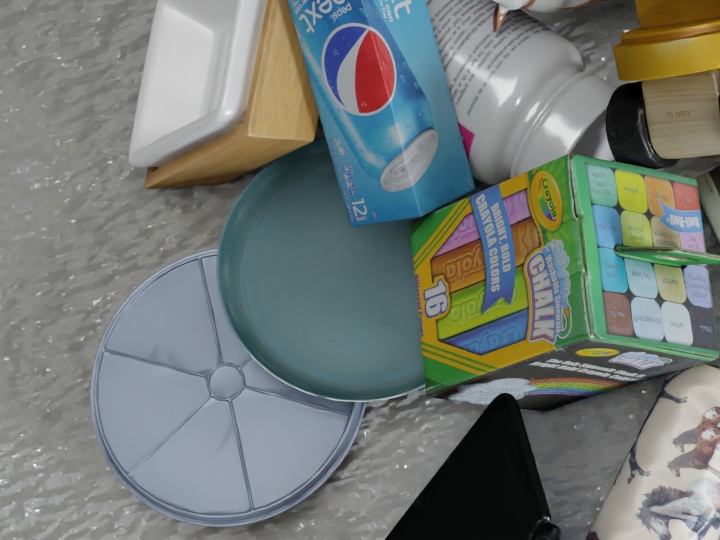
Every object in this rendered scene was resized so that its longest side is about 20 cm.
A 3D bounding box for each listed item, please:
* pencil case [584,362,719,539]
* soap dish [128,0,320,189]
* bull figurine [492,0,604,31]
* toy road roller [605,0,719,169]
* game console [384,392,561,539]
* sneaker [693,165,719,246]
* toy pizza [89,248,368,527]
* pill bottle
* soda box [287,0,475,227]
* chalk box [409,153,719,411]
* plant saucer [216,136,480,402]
[{"bbox_3d":[0.206,0.151,1.474,0.089,0.078,0.201,26,83,7],"label":"pencil case"},{"bbox_3d":[-0.086,-0.144,1.582,0.081,0.200,0.159,15,76,-22],"label":"soap dish"},{"bbox_3d":[0.148,-0.222,1.549,0.198,0.065,0.122,-8,45,-21],"label":"bull figurine"},{"bbox_3d":[0.244,-0.152,1.463,0.122,0.199,0.147,-3,102,42],"label":"toy road roller"},{"bbox_3d":[0.104,0.212,1.455,0.175,0.200,0.117,32,40,-2],"label":"game console"},{"bbox_3d":[0.302,0.001,1.488,0.106,0.075,0.201,-27,69,9],"label":"sneaker"},{"bbox_3d":[-0.091,0.082,1.592,0.198,0.032,0.202,-3,71,9],"label":"toy pizza"},{"bbox_3d":[0.081,-0.131,1.564,0.199,0.113,0.114,36,87,21],"label":"pill bottle"},{"bbox_3d":[0.009,-0.135,1.498,0.064,0.068,0.202,-8,103,40],"label":"soda box"},{"bbox_3d":[0.144,0.004,1.459,0.199,0.124,0.125,-23,66,44],"label":"chalk box"},{"bbox_3d":[0.000,0.000,1.577,0.198,0.027,0.202,-1,67,3],"label":"plant saucer"}]
